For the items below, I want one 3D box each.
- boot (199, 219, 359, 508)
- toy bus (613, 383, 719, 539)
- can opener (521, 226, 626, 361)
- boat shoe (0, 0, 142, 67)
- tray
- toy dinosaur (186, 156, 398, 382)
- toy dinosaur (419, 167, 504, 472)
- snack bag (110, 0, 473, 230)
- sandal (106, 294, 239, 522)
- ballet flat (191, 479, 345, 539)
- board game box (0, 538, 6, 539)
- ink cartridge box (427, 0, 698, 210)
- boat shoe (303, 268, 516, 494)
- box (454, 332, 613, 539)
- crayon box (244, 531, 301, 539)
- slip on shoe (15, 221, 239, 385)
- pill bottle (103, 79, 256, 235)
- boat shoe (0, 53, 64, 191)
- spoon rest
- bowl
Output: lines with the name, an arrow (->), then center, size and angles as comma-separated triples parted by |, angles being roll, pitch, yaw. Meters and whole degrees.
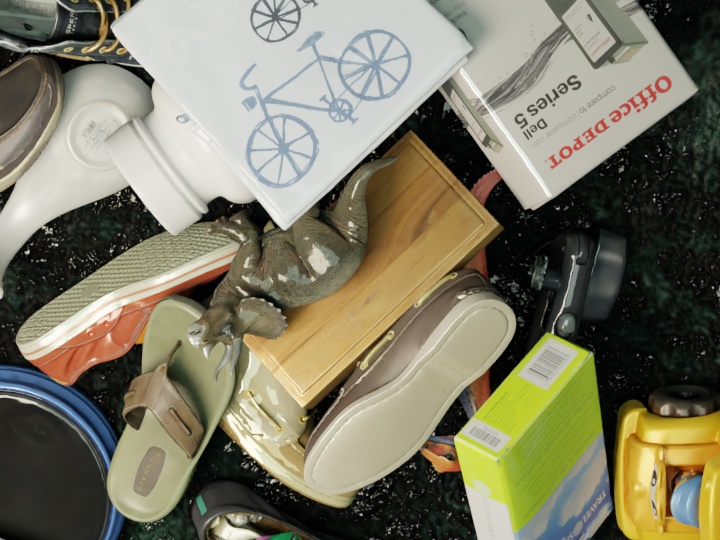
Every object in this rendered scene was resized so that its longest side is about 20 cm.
boot -> -0.042, 0.074, 1.646 | 0.200, 0.073, 0.155 | 42, 99, 0
toy bus -> 0.303, 0.174, 1.619 | 0.200, 0.192, 0.136 | -1, 105, 1
can opener -> 0.152, 0.060, 1.652 | 0.079, 0.063, 0.200 | 15, 102, -5
boat shoe -> -0.194, -0.184, 1.573 | 0.200, 0.091, 0.071 | 5, 103, -2
tray -> 0.000, 0.000, 1.576 | 0.200, 0.037, 0.099 | -43, 79, 4
toy dinosaur -> -0.046, -0.013, 1.541 | 0.200, 0.077, 0.102 | -33, 88, 2
toy dinosaur -> 0.068, 0.052, 1.596 | 0.200, 0.105, 0.182 | -44, 67, 38
snack bag -> -0.054, -0.162, 1.496 | 0.189, 0.021, 0.200 | -44, 87, 0
sandal -> -0.148, 0.113, 1.606 | 0.080, 0.057, 0.201 | 23, 114, 13
ballet flat -> -0.048, 0.238, 1.688 | 0.200, 0.073, 0.073 | 32, 101, -8
board game box -> -0.282, 0.310, 1.685 | 0.200, 0.041, 0.200 | 18, 118, -7
ink cartridge box -> 0.130, -0.167, 1.556 | 0.145, 0.084, 0.200 | -36, 92, -9
boat shoe -> 0.029, 0.082, 1.552 | 0.072, 0.060, 0.200 | 35, 105, -35
box -> 0.137, 0.156, 1.617 | 0.122, 0.048, 0.200 | -46, 145, -26
crayon box -> -0.067, 0.305, 1.665 | 0.119, 0.058, 0.200 | -13, 120, 26
slip on shoe -> -0.171, 0.024, 1.638 | 0.200, 0.074, 0.061 | -31, 118, 8
pill bottle -> -0.085, -0.121, 1.567 | 0.200, 0.120, 0.120 | -36, 101, 2
boat shoe -> -0.305, -0.090, 1.583 | 0.200, 0.075, 0.073 | -43, 143, 13
spoon rest -> -0.234, -0.071, 1.623 | 0.099, 0.061, 0.200 | 41, 86, -16
bowl -> -0.286, 0.176, 1.683 | 0.200, 0.039, 0.201 | 0, 104, -1
